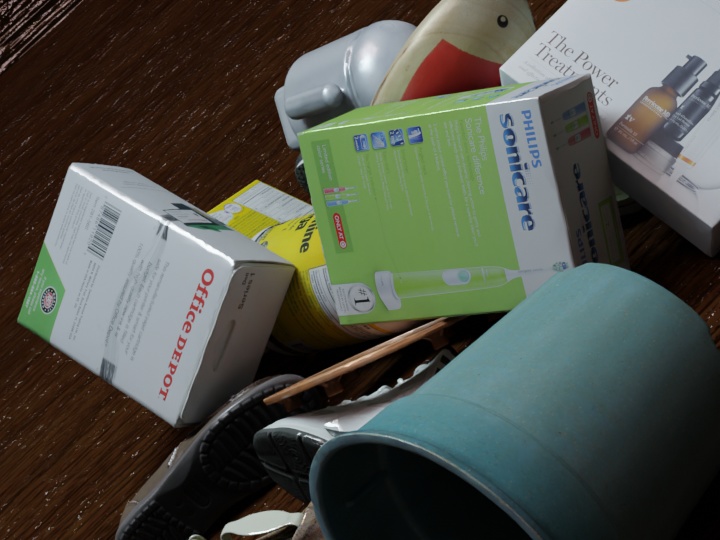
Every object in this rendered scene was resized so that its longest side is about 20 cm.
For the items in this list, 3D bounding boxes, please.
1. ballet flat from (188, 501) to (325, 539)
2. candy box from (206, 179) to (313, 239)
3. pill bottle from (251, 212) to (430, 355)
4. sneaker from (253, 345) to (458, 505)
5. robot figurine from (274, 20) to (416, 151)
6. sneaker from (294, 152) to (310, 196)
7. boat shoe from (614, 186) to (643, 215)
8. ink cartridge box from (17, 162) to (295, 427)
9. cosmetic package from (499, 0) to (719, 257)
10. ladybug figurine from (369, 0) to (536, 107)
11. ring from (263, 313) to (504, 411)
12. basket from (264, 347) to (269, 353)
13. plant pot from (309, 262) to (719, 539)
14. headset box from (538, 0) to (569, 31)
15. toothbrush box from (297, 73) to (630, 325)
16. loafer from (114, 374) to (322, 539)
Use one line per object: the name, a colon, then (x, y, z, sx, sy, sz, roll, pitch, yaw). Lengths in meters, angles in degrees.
ballet flat: (-0.087, 0.209, 1.486, 0.200, 0.067, 0.068, -29, 23, 28)
candy box: (-0.093, -0.022, 1.846, 0.200, 0.102, 0.026, -39, -27, -59)
pill bottle: (0.000, 0.000, 1.690, 0.200, 0.113, 0.113, -15, 32, 47)
sneaker: (0.020, 0.113, 1.515, 0.200, 0.076, 0.115, -3, 32, 46)
robot figurine: (0.006, -0.172, 2.022, 0.169, 0.113, 0.200, -20, 1, -44)
sneaker: (0.042, -0.108, 1.723, 0.199, 0.074, 0.080, -15, 41, 12)
boat shoe: (0.142, -0.066, 1.634, 0.200, 0.068, 0.075, 9, 58, 35)
ink cartridge box: (-0.166, 0.019, 1.698, 0.200, 0.084, 0.146, 30, 106, 33)
cosmetic package: (0.221, -0.127, 1.487, 0.200, 0.052, 0.151, 39, 74, 23)
ladybug figurine: (0.070, -0.129, 1.579, 0.136, 0.072, 0.200, -18, -35, -50)
ring: (0.022, 0.062, 1.554, 0.200, 0.019, 0.200, -24, -2, -1)
basket: (-0.162, 0.008, 1.901, 0.143, 0.149, 0.200, -38, 20, 6)
plant pot: (0.109, 0.111, 1.204, 0.196, 0.201, 0.200, -43, 19, -31)
headset box: (0.254, -0.188, 1.580, 0.149, 0.075, 0.200, 40, 76, 24)
toothbrush box: (0.071, -0.048, 1.474, 0.200, 0.146, 0.086, -6, 13, 35)
loafer: (-0.118, 0.148, 1.650, 0.200, 0.073, 0.071, -40, 22, 2)
